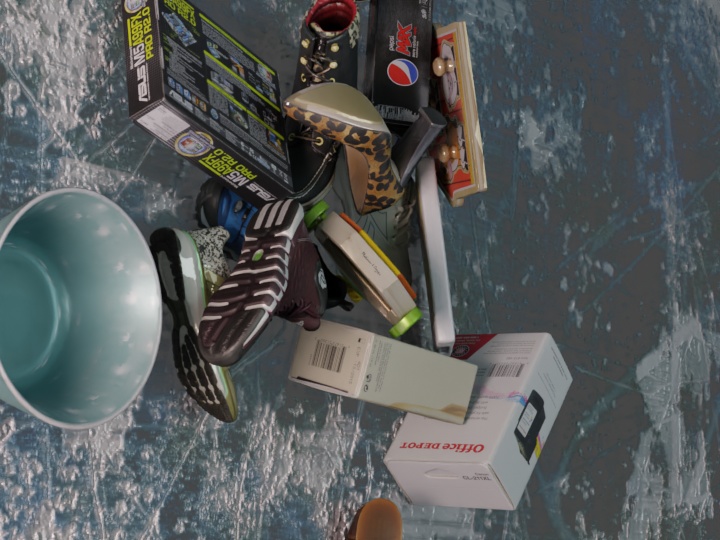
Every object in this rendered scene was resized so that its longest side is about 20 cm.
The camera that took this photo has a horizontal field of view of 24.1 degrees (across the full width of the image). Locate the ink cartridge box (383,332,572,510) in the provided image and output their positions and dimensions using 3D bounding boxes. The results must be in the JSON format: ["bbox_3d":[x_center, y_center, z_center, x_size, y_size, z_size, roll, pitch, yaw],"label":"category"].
[{"bbox_3d":[0.135,0.170,1.928,0.083,0.145,0.201,59,45,-33],"label":"ink cartridge box"}]

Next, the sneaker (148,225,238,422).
[{"bbox_3d":[-0.134,0.046,1.622,0.088,0.077,0.202,-20,103,-32],"label":"sneaker"}]

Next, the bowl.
[{"bbox_3d":[-0.272,0.034,1.433,0.200,0.104,0.203,8,80,-52],"label":"bowl"}]

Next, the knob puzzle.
[{"bbox_3d":[0.084,-0.167,1.828,0.030,0.220,0.222,-8,94,-13],"label":"knob puzzle"}]

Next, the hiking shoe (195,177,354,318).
[{"bbox_3d":[-0.085,-0.029,1.703,0.200,0.086,0.075,48,51,-39],"label":"hiking shoe"}]

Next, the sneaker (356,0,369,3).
[{"bbox_3d":[-0.004,-0.336,1.846,0.199,0.084,0.076,-10,94,-53],"label":"sneaker"}]

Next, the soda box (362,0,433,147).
[{"bbox_3d":[0.039,-0.222,1.810,0.063,0.071,0.202,9,61,-8],"label":"soda box"}]

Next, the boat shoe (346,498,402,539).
[{"bbox_3d":[0.005,0.345,1.798,0.070,0.070,0.202,18,68,-7],"label":"boat shoe"}]

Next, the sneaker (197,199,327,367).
[{"bbox_3d":[-0.077,0.037,1.601,0.116,0.075,0.201,58,42,-36],"label":"sneaker"}]

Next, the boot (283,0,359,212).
[{"bbox_3d":[-0.050,-0.173,1.729,0.155,0.073,0.204,92,17,-45],"label":"boot"}]

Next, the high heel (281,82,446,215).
[{"bbox_3d":[-0.021,-0.112,1.692,0.199,0.143,0.072,7,42,-39],"label":"high heel"}]

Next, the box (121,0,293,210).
[{"bbox_3d":[-0.146,-0.170,1.627,0.200,0.044,0.161,35,36,-47],"label":"box"}]

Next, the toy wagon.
[{"bbox_3d":[0.000,0.000,1.752,0.040,0.200,0.155,-41,88,-6],"label":"toy wagon"}]

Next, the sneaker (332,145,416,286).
[{"bbox_3d":[0.022,-0.064,1.852,0.074,0.087,0.201,-41,120,-49],"label":"sneaker"}]

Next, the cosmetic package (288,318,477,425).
[{"bbox_3d":[0.027,0.109,1.818,0.199,0.105,0.072,20,84,-49],"label":"cosmetic package"}]

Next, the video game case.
[{"bbox_3d":[0.081,-0.011,1.879,0.182,0.023,0.202,80,4,-82],"label":"video game case"}]
